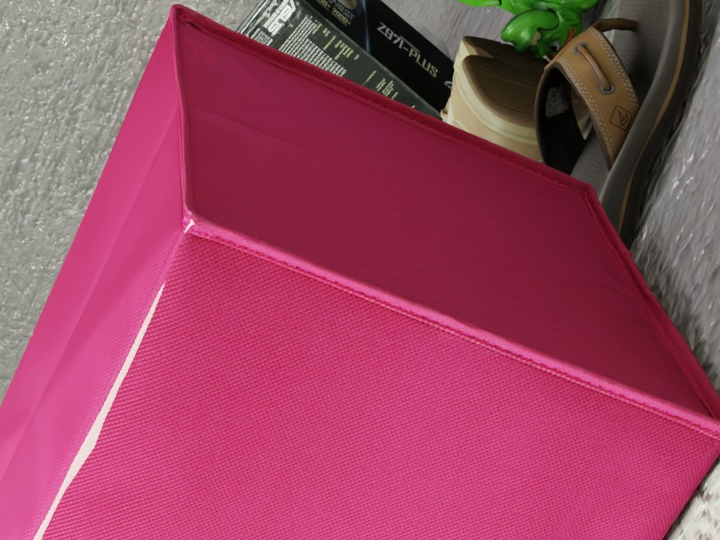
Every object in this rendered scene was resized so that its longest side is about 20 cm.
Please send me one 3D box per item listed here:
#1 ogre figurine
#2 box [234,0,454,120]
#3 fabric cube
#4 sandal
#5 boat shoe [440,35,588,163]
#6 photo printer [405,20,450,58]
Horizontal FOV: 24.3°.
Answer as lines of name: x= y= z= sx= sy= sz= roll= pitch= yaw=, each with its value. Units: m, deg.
ogre figurine: x=0.085 y=-0.179 z=0.922 sx=0.200 sy=0.119 sz=0.099 roll=128 pitch=160 yaw=-61
box: x=-0.038 y=-0.082 z=1.105 sx=0.200 sy=0.163 sz=0.086 roll=-47 pitch=11 yaw=28
fabric cube: x=-0.020 y=0.055 z=0.608 sx=0.201 sy=0.195 sz=0.200 roll=-63 pitch=17 yaw=21
sandal: x=0.100 y=-0.063 z=0.738 sx=0.202 sy=0.054 sz=0.082 roll=-68 pitch=10 yaw=-14
boat shoe: x=0.077 y=-0.077 z=0.888 sx=0.200 sy=0.071 sz=0.065 roll=-80 pitch=7 yaw=-75
photo printer: x=-0.009 y=-0.104 z=1.340 sx=0.167 sy=0.069 sz=0.200 roll=-54 pitch=3 yaw=-26
